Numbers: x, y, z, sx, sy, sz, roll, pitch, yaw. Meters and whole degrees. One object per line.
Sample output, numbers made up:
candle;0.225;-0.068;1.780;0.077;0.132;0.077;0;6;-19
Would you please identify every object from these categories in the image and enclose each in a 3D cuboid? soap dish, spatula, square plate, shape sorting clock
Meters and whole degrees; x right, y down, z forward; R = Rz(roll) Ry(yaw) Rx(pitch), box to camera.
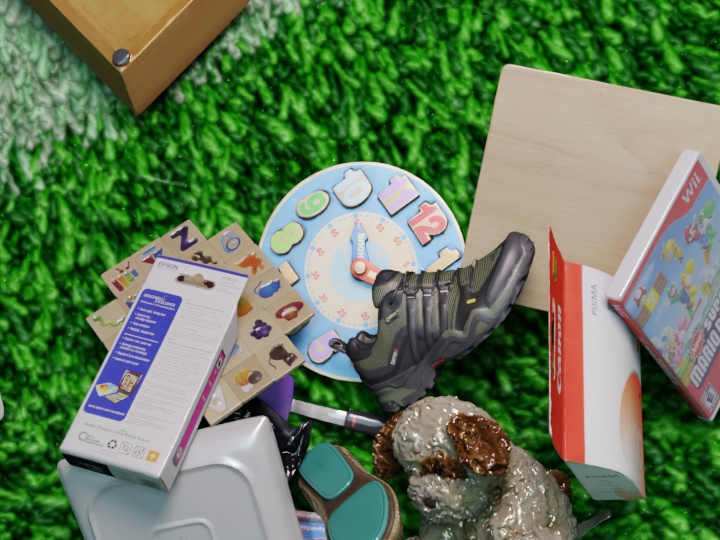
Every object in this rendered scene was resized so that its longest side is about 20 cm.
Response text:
soap dish;-0.226;-0.274;1.170;0.157;0.081;0.200;-45;79;-3
spatula;-0.028;0.131;1.117;0.197;0.021;0.057;13;88;6
square plate;-0.145;0.239;1.057;0.195;0.028;0.203;-13;103;10
shape sorting clock;0.000;0.000;1.127;0.197;0.039;0.203;-1;80;5

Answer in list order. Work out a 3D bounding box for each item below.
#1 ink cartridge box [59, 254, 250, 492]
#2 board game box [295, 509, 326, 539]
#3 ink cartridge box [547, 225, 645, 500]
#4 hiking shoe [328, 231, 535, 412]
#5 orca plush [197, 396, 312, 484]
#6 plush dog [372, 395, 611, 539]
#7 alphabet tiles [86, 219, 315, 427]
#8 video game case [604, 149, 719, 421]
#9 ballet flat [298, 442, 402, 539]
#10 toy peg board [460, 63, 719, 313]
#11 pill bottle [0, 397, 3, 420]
ink cartridge box;-0.169;0.083;1.050;0.093;0.037;0.202;12;60;17
board game box;-0.093;0.263;1.103;0.197;0.019;0.105;4;82;5
ink cartridge box;0.183;0.075;0.948;0.049;0.200;0.165;-4;67;17
hiking shoe;0.060;0.029;1.051;0.101;0.076;0.200;43;107;-3
orca plush;-0.147;0.136;1.086;0.198;0.071;0.106;31;107;12
plush dog;0.098;0.176;1.027;0.172;0.199;0.161;52;56;-17
alphabet tiles;-0.143;0.042;1.101;0.165;0.006;0.200;-34;57;-16
video game case;0.282;0.017;1.029;0.017;0.200;0.144;16;68;47
ballet flat;0.002;0.204;1.025;0.070;0.200;0.066;-37;111;-2
toy peg board;0.204;-0.064;1.106;0.197;0.098;0.202;12;97;7
pill bottle;-0.429;0.146;1.102;0.199;0.113;0.114;-33;80;0
